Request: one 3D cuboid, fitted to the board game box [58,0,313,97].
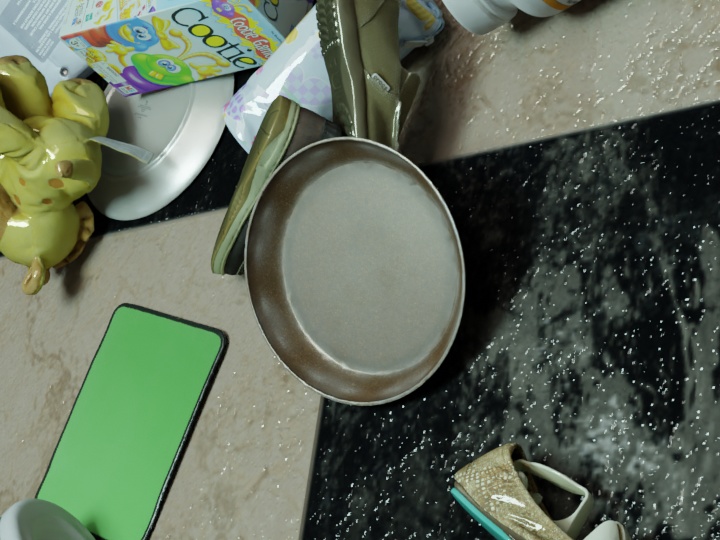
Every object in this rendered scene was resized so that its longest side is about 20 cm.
[{"bbox_3d":[-0.151,-0.240,1.530,0.199,0.103,0.105,-8,57,32],"label":"board game box"}]

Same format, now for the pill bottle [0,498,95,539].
[{"bbox_3d":[-0.306,0.288,1.406,0.200,0.111,0.111,-42,46,17],"label":"pill bottle"}]

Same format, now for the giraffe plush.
[{"bbox_3d":[-0.299,-0.078,1.574,0.200,0.173,0.163,30,121,14],"label":"giraffe plush"}]

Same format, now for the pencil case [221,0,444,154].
[{"bbox_3d":[-0.023,-0.168,1.412,0.200,0.091,0.083,-46,10,13],"label":"pencil case"}]

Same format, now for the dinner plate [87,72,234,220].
[{"bbox_3d":[-0.196,-0.143,1.600,0.200,0.024,0.201,-21,55,33],"label":"dinner plate"}]

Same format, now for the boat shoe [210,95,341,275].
[{"bbox_3d":[-0.069,-0.055,1.373,0.201,0.066,0.072,117,171,-48],"label":"boat shoe"}]

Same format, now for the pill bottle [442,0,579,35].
[{"bbox_3d":[0.152,-0.258,1.277,0.200,0.111,0.111,-28,52,29],"label":"pill bottle"}]

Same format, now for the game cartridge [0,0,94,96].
[{"bbox_3d":[-0.284,-0.271,1.684,0.133,0.041,0.200,44,110,10],"label":"game cartridge"}]

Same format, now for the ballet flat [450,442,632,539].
[{"bbox_3d":[0.134,0.174,1.100,0.065,0.071,0.200,-44,47,-4],"label":"ballet flat"}]

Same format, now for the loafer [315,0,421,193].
[{"bbox_3d":[0.014,-0.130,1.331,0.076,0.067,0.201,-155,56,-73],"label":"loafer"}]

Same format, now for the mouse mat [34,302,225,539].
[{"bbox_3d":[-0.199,0.131,1.468,0.161,0.008,0.201,13,79,46],"label":"mouse mat"}]

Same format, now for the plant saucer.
[{"bbox_3d":[0.000,0.000,1.286,0.199,0.032,0.201,5,99,35],"label":"plant saucer"}]
